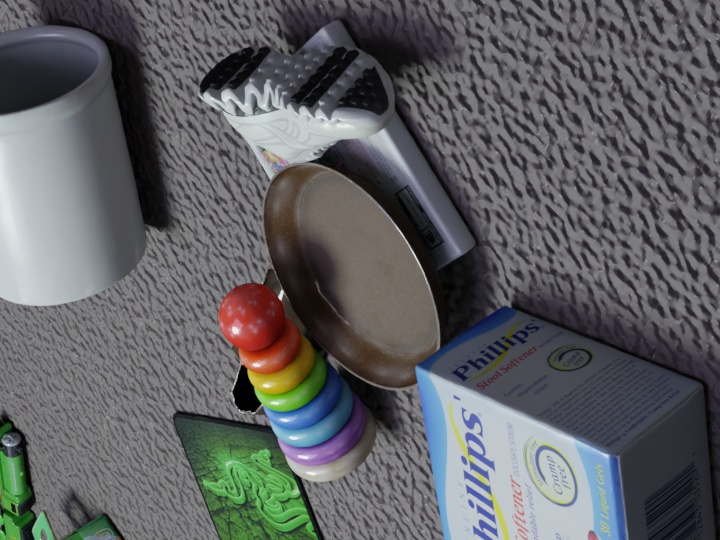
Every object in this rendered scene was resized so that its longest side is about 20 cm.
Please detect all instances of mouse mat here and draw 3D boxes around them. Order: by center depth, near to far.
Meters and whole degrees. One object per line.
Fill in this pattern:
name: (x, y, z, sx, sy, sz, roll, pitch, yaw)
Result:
mouse mat: (-0.109, 0.218, 1.968, 0.199, 0.008, 0.162, 2, 117, 53)

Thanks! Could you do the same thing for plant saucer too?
plant saucer: (0.000, 0.000, 1.573, 0.200, 0.032, 0.201, 35, 142, 33)

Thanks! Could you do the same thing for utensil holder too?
utensil holder: (-0.288, -0.095, 1.817, 0.169, 0.169, 0.201, 25, 138, 42)

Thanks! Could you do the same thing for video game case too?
video game case: (-0.010, -0.075, 1.575, 0.201, 0.024, 0.182, 58, 149, 1)

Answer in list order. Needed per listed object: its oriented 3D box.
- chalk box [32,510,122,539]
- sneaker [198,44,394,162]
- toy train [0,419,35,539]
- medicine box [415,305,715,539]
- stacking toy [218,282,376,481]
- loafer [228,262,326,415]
chalk box: (-0.322, 0.370, 2.277, 0.201, 0.123, 0.125, 52, 147, 12)
sneaker: (-0.036, -0.119, 1.498, 0.199, 0.075, 0.081, 14, 141, 52)
toy train: (-0.421, 0.261, 2.410, 0.056, 0.042, 0.201, 26, 136, 28)
medicine box: (0.151, 0.151, 1.459, 0.199, 0.103, 0.184, 21, 132, 44)
stacking toy: (-0.057, 0.085, 1.661, 0.085, 0.085, 0.201, 25, 153, 42)
loafer: (-0.070, 0.064, 1.726, 0.073, 0.071, 0.201, 42, 144, 25)
